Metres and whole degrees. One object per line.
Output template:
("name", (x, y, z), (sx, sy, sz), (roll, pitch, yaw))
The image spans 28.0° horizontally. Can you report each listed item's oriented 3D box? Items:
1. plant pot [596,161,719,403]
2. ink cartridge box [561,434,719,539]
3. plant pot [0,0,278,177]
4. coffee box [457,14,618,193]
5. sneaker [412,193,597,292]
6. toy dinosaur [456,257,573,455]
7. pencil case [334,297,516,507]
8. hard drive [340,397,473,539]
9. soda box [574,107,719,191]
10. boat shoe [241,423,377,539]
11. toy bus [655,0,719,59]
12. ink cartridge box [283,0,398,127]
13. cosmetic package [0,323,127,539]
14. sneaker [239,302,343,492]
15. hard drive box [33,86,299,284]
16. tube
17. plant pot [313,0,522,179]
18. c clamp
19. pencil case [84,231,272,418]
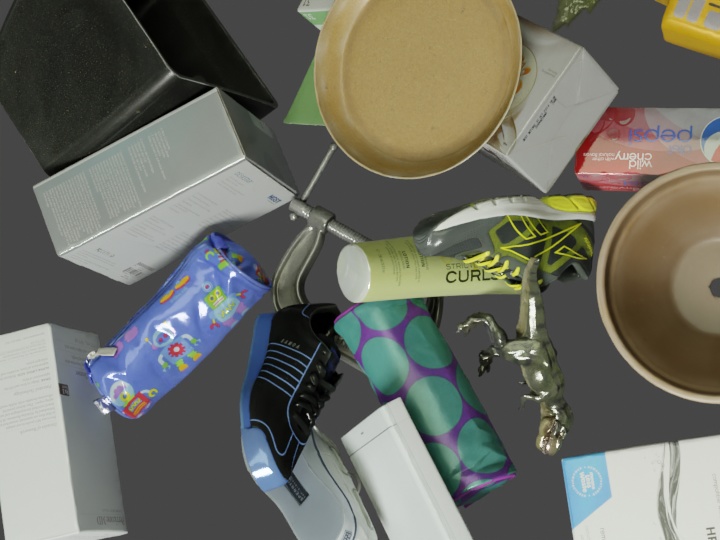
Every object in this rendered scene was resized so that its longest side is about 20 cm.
("plant pot", (0.306, 0.013, 1.234), (0.200, 0.093, 0.202), (-1, 85, 16))
("ink cartridge box", (0.280, 0.202, 1.226), (0.199, 0.068, 0.117), (-11, 78, 14))
("plant pot", (-0.234, -0.186, 1.385), (0.177, 0.199, 0.200), (-42, 72, 18))
("coffee box", (0.116, -0.170, 1.293), (0.115, 0.080, 0.200), (-54, 47, 2))
("sneaker", (0.135, -0.020, 1.256), (0.074, 0.199, 0.085), (-13, 84, 57))
("toy dinosaur", (0.137, 0.068, 1.273), (0.088, 0.047, 0.201), (5, 124, 32))
("pencil case", (0.057, 0.114, 1.283), (0.085, 0.092, 0.201), (-25, 78, -14))
("hard drive", (0.052, 0.218, 1.250), (0.027, 0.132, 0.201), (-24, 80, -23))
("soda box", (0.292, -0.105, 1.274), (0.199, 0.070, 0.064), (2, 80, 16))
("boat shoe", (-0.038, 0.192, 1.319), (0.075, 0.086, 0.202), (-50, 43, 8))
("toy bus", (0.338, -0.228, 1.285), (0.199, 0.065, 0.079), (22, 89, 18))
("ink cartridge box", (-0.003, -0.232, 1.341), (0.145, 0.048, 0.201), (10, 69, 51))
("cosmetic package", (-0.292, 0.160, 1.376), (0.081, 0.113, 0.201), (-15, 78, 13))
("sneaker", (-0.057, 0.105, 1.287), (0.078, 0.070, 0.201), (-15, 44, 16))
("hard drive box", (-0.178, -0.074, 1.360), (0.199, 0.156, 0.077), (-26, 74, 10))
("tube", (0.073, -0.007, 1.277), (0.052, 0.199, 0.058), (32, 119, 49))
("plant pot", (0.051, -0.177, 1.241), (0.199, 0.027, 0.201), (-2, 86, 30))
("c clamp", (0.000, 0.000, 1.362), (0.200, 0.027, 0.171), (35, 93, 18))
("pencil case", (-0.179, 0.052, 1.376), (0.200, 0.087, 0.078), (-44, 39, 4))
